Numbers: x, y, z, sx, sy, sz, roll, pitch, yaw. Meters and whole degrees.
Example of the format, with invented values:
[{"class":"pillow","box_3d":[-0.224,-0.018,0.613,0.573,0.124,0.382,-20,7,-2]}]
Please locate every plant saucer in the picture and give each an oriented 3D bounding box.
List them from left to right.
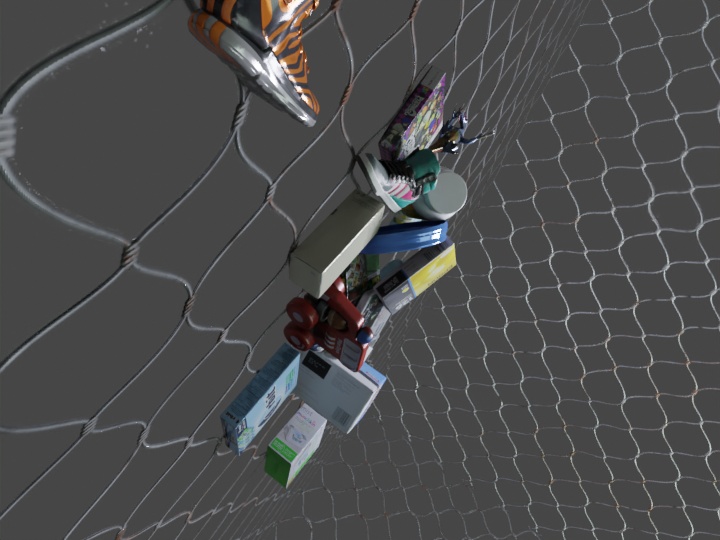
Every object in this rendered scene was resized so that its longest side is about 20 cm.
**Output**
[{"class":"plant saucer","box_3d":[0.074,0.064,1.483,0.201,0.039,0.202,-51,-160,27]}]

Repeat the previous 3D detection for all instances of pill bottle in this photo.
[{"class":"pill bottle","box_3d":[0.148,-0.161,1.124,0.112,0.111,0.200,-58,-166,0]}]

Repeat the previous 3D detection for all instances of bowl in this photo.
[{"class":"bowl","box_3d":[0.082,-0.069,1.103,0.200,0.199,0.040,-29,112,-64]}]

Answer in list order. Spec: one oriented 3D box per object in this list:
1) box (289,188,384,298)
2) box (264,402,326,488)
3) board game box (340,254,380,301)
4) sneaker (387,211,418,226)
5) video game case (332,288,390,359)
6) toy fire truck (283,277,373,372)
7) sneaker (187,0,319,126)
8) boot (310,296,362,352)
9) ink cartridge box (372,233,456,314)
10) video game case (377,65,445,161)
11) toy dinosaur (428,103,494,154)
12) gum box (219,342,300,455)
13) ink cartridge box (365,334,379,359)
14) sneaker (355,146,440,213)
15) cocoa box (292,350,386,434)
[{"class":"box","box_3d":[-0.040,-0.051,0.949,0.200,0.068,0.082,-48,164,-35]},{"class":"box","box_3d":[-0.202,0.536,1.640,0.176,0.096,0.201,-44,160,-39]},{"class":"board game box","box_3d":[0.000,0.000,1.206,0.200,0.023,0.106,-25,111,-65]},{"class":"sneaker","box_3d":[0.112,-0.131,1.307,0.131,0.079,0.200,-56,166,-12]},{"class":"video game case","box_3d":[0.025,0.114,1.302,0.181,0.023,0.201,-19,142,-54]},{"class":"toy fire truck","box_3d":[-0.051,0.104,1.043,0.112,0.167,0.201,-48,164,-35]},{"class":"sneaker","box_3d":[-0.062,-0.210,0.483,0.113,0.077,0.200,-57,167,3]},{"class":"boot","box_3d":[-0.056,0.100,1.222,0.201,0.072,0.090,-55,172,-9]},{"class":"ink cartridge box","box_3d":[0.133,0.020,1.231,0.197,0.047,0.200,-39,156,-2]},{"class":"video game case","box_3d":[0.103,-0.268,1.049,0.182,0.036,0.200,-56,167,-8]},{"class":"toy dinosaur","box_3d":[0.215,-0.339,1.303,0.199,0.106,0.182,-23,-169,17]},{"class":"gum box","box_3d":[-0.207,0.271,1.125,0.200,0.044,0.170,-48,164,-33]},{"class":"ink cartridge box","box_3d":[-0.047,0.228,1.456,0.201,0.115,0.068,-57,167,-5]},{"class":"sneaker","box_3d":[0.075,-0.174,0.934,0.120,0.084,0.200,-31,161,12]},{"class":"cocoa box","box_3d":[-0.060,0.278,1.335,0.134,0.199,0.131,-59,167,12]}]
